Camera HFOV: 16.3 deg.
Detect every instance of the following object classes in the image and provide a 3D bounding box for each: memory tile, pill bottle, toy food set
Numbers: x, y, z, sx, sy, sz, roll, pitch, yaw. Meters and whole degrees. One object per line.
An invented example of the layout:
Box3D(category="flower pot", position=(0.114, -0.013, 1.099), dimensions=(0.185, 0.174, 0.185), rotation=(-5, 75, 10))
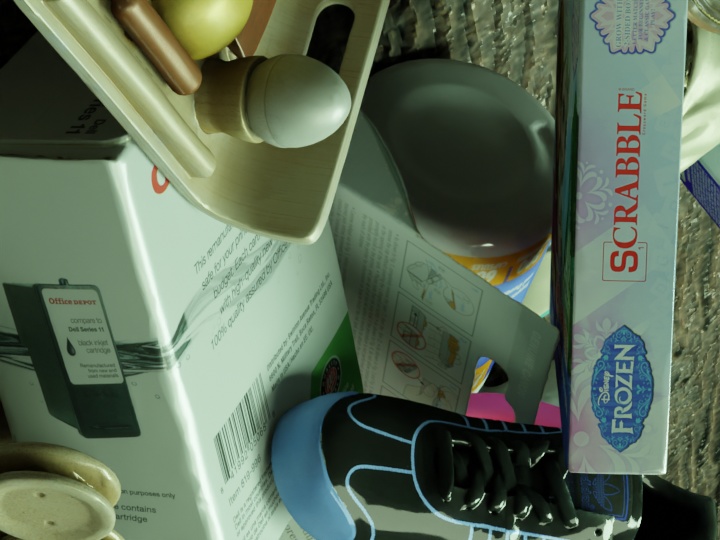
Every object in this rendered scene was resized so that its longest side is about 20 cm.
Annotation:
Box3D(category="memory tile", position=(-0.160, 0.111, 0.928), dimensions=(0.152, 0.017, 0.201), rotation=(8, 147, 0))
Box3D(category="pill bottle", position=(0.022, 0.004, 1.197), dimensions=(0.111, 0.112, 0.201), rotation=(-20, 150, -30))
Box3D(category="toy food set", position=(-0.039, -0.115, 0.828), dimensions=(0.200, 0.060, 0.145), rotation=(53, 48, -58))

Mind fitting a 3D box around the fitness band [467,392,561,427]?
Box3D(category="fitness band", position=(0.030, 0.108, 1.122), dimensions=(0.198, 0.144, 0.038), rotation=(-7, 123, -18))

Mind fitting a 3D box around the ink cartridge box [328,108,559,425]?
Box3D(category="ink cartridge box", position=(0.000, 0.000, 1.063), dimensions=(0.057, 0.199, 0.163), rotation=(-53, 165, -30))

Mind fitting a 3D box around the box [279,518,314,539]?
Box3D(category="box", position=(-0.017, 0.191, 1.366), dimensions=(0.130, 0.201, 0.200), rotation=(-19, 150, -27))

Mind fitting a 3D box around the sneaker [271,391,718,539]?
Box3D(category="sneaker", position=(0.057, 0.085, 0.989), dimensions=(0.199, 0.071, 0.078), rotation=(19, 149, -41))

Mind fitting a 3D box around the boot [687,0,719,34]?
Box3D(category="boot", position=(0.202, -0.164, 1.119), dimensions=(0.096, 0.075, 0.200), rotation=(-24, -174, 33))

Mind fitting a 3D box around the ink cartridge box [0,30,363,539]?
Box3D(category="ink cartridge box", position=(-0.074, 0.003, 0.950), dimensions=(0.147, 0.082, 0.201), rotation=(-56, 142, -50))

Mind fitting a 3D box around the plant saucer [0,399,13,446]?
Box3D(category="plant saucer", position=(-0.194, 0.066, 0.964), dimensions=(0.199, 0.030, 0.201), rotation=(-27, 154, -14))

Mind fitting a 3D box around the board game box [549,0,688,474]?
Box3D(category="board game box", position=(0.100, -0.047, 1.001), dimensions=(0.041, 0.200, 0.201), rotation=(1, 106, 2))

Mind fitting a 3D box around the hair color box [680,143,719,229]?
Box3D(category="hair color box", position=(0.252, -0.035, 1.311), dimensions=(0.109, 0.201, 0.065), rotation=(-33, 156, -5))

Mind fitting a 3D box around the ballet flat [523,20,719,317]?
Box3D(category="ballet flat", position=(0.122, -0.055, 1.291), dimensions=(0.200, 0.070, 0.069), rotation=(-46, 153, 16))

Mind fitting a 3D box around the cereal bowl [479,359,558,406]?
Box3D(category="cereal bowl", position=(0.078, 0.131, 1.483), dimensions=(0.201, 0.083, 0.200), rotation=(-52, 169, -14))
